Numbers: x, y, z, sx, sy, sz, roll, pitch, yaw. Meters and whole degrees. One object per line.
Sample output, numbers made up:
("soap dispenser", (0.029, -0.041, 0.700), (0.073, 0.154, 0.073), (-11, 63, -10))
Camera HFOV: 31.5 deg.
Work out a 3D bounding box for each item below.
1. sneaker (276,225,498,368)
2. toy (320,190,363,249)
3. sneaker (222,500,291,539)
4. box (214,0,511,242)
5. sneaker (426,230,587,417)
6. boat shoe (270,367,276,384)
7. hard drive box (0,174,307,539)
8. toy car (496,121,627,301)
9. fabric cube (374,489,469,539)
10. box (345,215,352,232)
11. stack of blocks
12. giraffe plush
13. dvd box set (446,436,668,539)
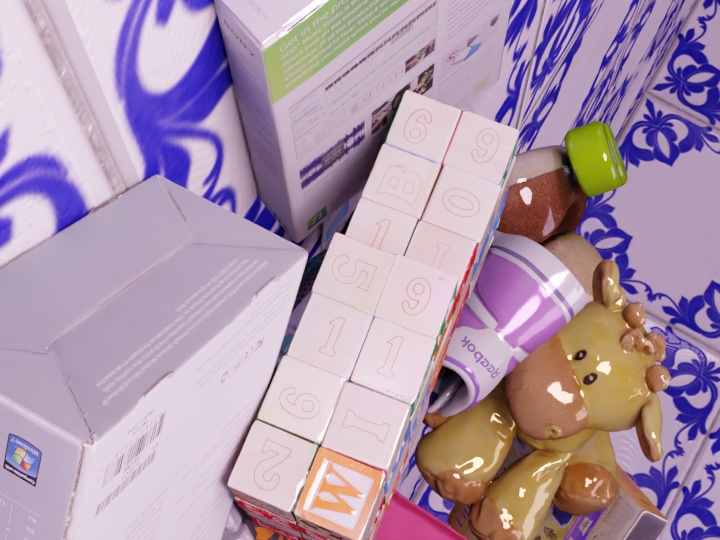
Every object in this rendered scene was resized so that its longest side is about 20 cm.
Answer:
("sneaker", (0.000, 0.000, 0.758), (0.200, 0.078, 0.091), (-46, -156, 3))
("toy", (0.026, -0.090, 0.757), (0.116, 0.047, 0.201), (-55, 167, -23))
("sneaker", (-0.057, 0.147, 0.678), (0.112, 0.077, 0.202), (-59, 139, -51))
("box", (0.009, -0.102, 0.574), (0.144, 0.036, 0.200), (-40, 165, -13))
("sneaker", (0.060, 0.032, 0.793), (0.114, 0.073, 0.200), (-46, -176, -3))
("boat shoe", (-0.081, 0.097, 0.707), (0.069, 0.056, 0.201), (-55, 167, -30))
("hard drive box", (-0.107, 0.088, 0.485), (0.156, 0.076, 0.202), (-43, 155, -58))
("toy car", (0.153, 0.003, 1.034), (0.162, 0.202, 0.158), (-19, 180, 16))
("fabric cube", (0.000, 0.266, 0.940), (0.198, 0.199, 0.199), (-59, -156, -12))
("box", (0.014, 0.030, 0.947), (0.082, 0.068, 0.201), (-49, 163, -44))
("stack of blocks", (0.011, 0.025, 0.580), (0.115, 0.058, 0.202), (87, 25, -71))
("giraffe plush", (0.141, 0.084, 0.872), (0.200, 0.173, 0.162), (-40, 177, -19))
("dvd box set", (0.147, 0.197, 1.006), (0.147, 0.029, 0.200), (-60, -154, 11))
